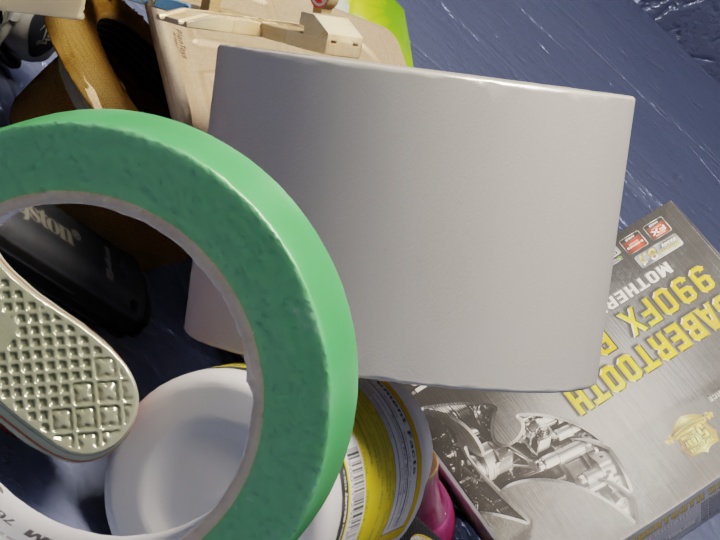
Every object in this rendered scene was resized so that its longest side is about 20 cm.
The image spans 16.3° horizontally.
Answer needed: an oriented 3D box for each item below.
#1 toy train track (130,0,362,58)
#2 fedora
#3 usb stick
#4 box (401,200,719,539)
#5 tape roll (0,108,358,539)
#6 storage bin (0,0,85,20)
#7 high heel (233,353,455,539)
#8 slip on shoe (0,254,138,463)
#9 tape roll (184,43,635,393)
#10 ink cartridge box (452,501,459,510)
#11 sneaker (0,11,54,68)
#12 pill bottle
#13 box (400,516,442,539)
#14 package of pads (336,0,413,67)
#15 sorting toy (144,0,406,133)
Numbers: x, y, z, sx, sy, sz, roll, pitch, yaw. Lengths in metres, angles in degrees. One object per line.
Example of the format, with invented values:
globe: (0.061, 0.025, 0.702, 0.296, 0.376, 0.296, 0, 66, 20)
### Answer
toy train track: (-0.074, -0.138, 1.225, 0.114, 0.033, 0.199, 2, 12, -46)
fedora: (-0.124, -0.060, 1.329, 0.201, 0.082, 0.201, 51, 15, -19)
usb stick: (-0.177, -0.027, 1.217, 0.200, 0.033, 0.056, 36, 20, -39)
box: (0.137, 0.076, 1.380, 0.159, 0.199, 0.048, 54, -11, 30)
tape roll: (-0.102, 0.040, 0.961, 0.201, 0.200, 0.048, 49, 16, 2)
storage bin: (-0.231, -0.216, 1.237, 0.199, 0.094, 0.199, 6, 34, -19)
high heel: (-0.014, 0.082, 1.390, 0.200, 0.067, 0.096, 41, -28, 33)
slip on shoe: (-0.181, 0.010, 1.089, 0.200, 0.074, 0.061, 42, -18, -4)
tape roll: (0.023, -0.026, 1.188, 0.201, 0.140, 0.203, 6, 5, -1)
ink cartridge box: (0.070, 0.026, 1.530, 0.084, 0.146, 0.200, 39, 17, -52)
sneaker: (-0.193, -0.145, 1.357, 0.129, 0.080, 0.199, 26, 16, -35)
pill bottle: (-0.033, 0.094, 1.181, 0.111, 0.111, 0.200, 52, 16, 11)
box: (0.064, 0.226, 1.253, 0.160, 0.044, 0.200, 43, 17, -22)
package of pads: (-0.025, -0.108, 1.505, 0.154, 0.068, 0.201, 38, 35, -47)
sorting toy: (-0.038, -0.091, 1.352, 0.199, 0.036, 0.186, 22, 34, -33)
